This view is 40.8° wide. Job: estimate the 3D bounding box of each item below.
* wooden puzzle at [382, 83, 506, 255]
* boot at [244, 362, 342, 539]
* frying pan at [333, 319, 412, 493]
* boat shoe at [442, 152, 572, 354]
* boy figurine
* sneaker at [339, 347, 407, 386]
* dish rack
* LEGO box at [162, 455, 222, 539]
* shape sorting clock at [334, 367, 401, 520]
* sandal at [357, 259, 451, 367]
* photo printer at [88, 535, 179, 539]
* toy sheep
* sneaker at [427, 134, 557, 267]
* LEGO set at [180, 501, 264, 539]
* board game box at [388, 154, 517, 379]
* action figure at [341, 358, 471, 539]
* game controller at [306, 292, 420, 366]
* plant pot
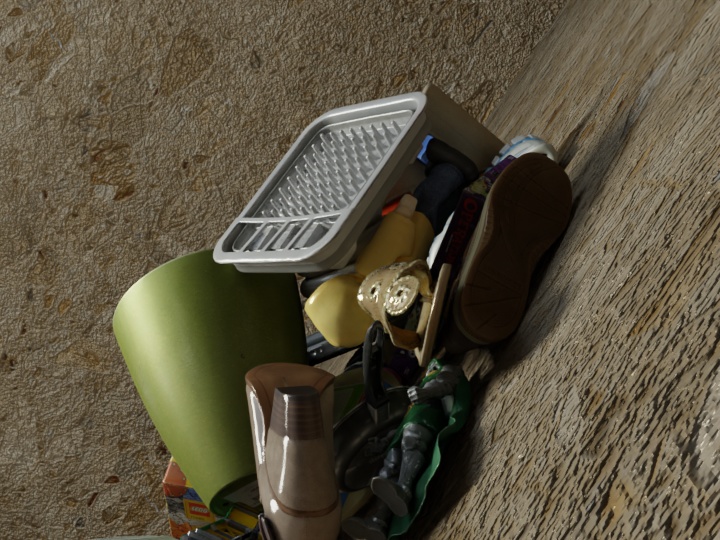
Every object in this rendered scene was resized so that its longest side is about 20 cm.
[{"bbox_3d":[0.092,-0.074,1.078,0.202,0.184,0.046,-57,28,-1],"label":"wooden puzzle"},{"bbox_3d":[-0.050,0.153,0.715,0.200,0.069,0.149,-150,59,-84],"label":"boot"},{"bbox_3d":[0.022,0.114,0.784,0.114,0.031,0.192,-8,-46,-43],"label":"frying pan"},{"bbox_3d":[0.117,-0.014,0.809,0.202,0.071,0.072,-65,8,-33],"label":"boat shoe"},{"bbox_3d":[0.029,-0.015,0.853,0.201,0.064,0.125,-51,-17,-15],"label":"boy figurine"},{"bbox_3d":[0.013,0.122,1.083,0.088,0.073,0.200,-57,1,-24],"label":"sneaker"},{"bbox_3d":[-0.027,-0.070,0.857,0.170,0.044,0.201,-2,47,50],"label":"dish rack"},{"bbox_3d":[-0.141,0.190,1.041,0.150,0.076,0.202,94,-173,-46],"label":"LEGO box"},{"bbox_3d":[-0.033,0.178,0.935,0.199,0.039,0.201,-38,24,20],"label":"shape sorting clock"},{"bbox_3d":[0.031,0.029,0.764,0.212,0.068,0.079,31,-107,-84],"label":"sandal"},{"bbox_3d":[-0.203,0.319,0.777,0.166,0.068,0.203,48,-119,-73],"label":"photo printer"},{"bbox_3d":[0.000,0.000,0.964,0.136,0.202,0.138,-27,5,2],"label":"toy sheep"},{"bbox_3d":[0.139,-0.060,1.024,0.202,0.074,0.087,-56,7,2],"label":"sneaker"},{"bbox_3d":[-0.094,0.295,0.778,0.154,0.114,0.203,49,-119,-72],"label":"LEGO set"},{"bbox_3d":[0.093,-0.003,0.914,0.120,0.032,0.202,-44,-21,-56],"label":"board game box"},{"bbox_3d":[0.042,0.120,0.708,0.119,0.054,0.200,-56,-1,28],"label":"action figure"},{"bbox_3d":[0.008,0.071,1.083,0.198,0.043,0.104,-22,-10,24],"label":"game controller"},{"bbox_3d":[-0.118,0.115,0.900,0.184,0.202,0.188,-16,-32,-11],"label":"plant pot"}]
